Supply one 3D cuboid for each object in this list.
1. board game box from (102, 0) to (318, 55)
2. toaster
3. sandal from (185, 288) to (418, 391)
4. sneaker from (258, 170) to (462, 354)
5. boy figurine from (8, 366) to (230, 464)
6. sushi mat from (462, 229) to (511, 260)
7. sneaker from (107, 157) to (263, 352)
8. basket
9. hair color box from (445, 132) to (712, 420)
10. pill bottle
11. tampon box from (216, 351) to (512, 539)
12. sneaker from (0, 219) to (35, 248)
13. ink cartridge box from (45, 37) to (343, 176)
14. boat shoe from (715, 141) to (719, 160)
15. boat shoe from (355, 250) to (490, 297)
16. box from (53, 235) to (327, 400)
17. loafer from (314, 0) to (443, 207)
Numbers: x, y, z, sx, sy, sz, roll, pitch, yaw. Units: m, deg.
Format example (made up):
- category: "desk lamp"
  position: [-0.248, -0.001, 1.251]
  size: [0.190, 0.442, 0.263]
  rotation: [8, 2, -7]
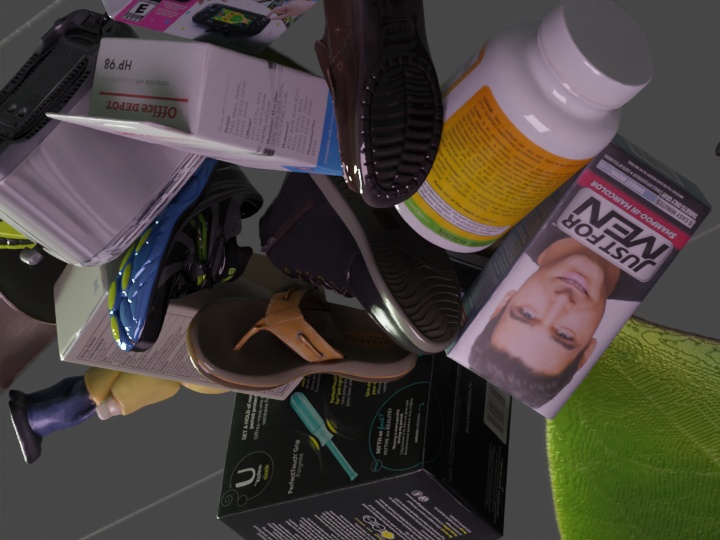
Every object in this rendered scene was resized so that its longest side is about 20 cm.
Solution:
- category: "board game box"
  position: [-0.060, -0.233, 1.375]
  size: [0.200, 0.064, 0.148]
  rotation: [-39, 154, 29]
- category: "toaster"
  position: [-0.201, -0.099, 1.561]
  size: [0.129, 0.200, 0.114]
  rotation: [48, 165, -32]
- category: "sandal"
  position: [-0.039, 0.047, 1.612]
  size: [0.200, 0.080, 0.054]
  rotation: [2, 143, -27]
- category: "sneaker"
  position: [0.000, 0.000, 1.593]
  size: [0.075, 0.200, 0.106]
  rotation: [-8, 147, -39]
- category: "boy figurine"
  position: [-0.197, 0.097, 1.786]
  size: [0.200, 0.124, 0.064]
  rotation: [-18, 102, -7]
- category: "sushi mat"
  position: [0.133, -0.024, 1.632]
  size: [0.096, 0.012, 0.200]
  rotation: [34, 133, -16]
- category: "sneaker"
  position: [-0.126, -0.012, 1.586]
  size: [0.083, 0.200, 0.071]
  rotation: [39, 135, -12]
- category: "basket"
  position: [-0.330, 0.040, 1.753]
  size: [0.200, 0.136, 0.180]
  rotation: [-32, 136, 33]
- category: "hair color box"
  position: [0.156, 0.000, 1.555]
  size: [0.099, 0.061, 0.200]
  rotation: [32, 105, -14]
- category: "pill bottle"
  position: [0.113, -0.107, 1.487]
  size: [0.111, 0.111, 0.200]
  rotation: [33, 133, -16]
- category: "tampon box"
  position: [0.005, 0.149, 1.728]
  size: [0.200, 0.150, 0.126]
  rotation: [-16, 139, 30]
- category: "sneaker"
  position: [-0.224, -0.054, 1.670]
  size: [0.200, 0.084, 0.074]
  rotation: [12, 136, -22]
- category: "ink cartridge box"
  position: [-0.107, -0.118, 1.480]
  size: [0.116, 0.067, 0.200]
  rotation: [8, 178, 43]
- category: "boat shoe"
  position: [0.292, -0.148, 1.430]
  size: [0.066, 0.072, 0.201]
  rotation: [32, 133, -2]
- category: "boat shoe"
  position: [0.051, 0.013, 1.644]
  size: [0.200, 0.057, 0.069]
  rotation: [14, 131, 13]
- category: "box"
  position: [-0.133, 0.033, 1.669]
  size: [0.200, 0.078, 0.095]
  rotation: [14, 135, -29]
- category: "loafer"
  position: [0.009, -0.143, 1.470]
  size: [0.073, 0.200, 0.071]
  rotation: [-1, 180, -35]
